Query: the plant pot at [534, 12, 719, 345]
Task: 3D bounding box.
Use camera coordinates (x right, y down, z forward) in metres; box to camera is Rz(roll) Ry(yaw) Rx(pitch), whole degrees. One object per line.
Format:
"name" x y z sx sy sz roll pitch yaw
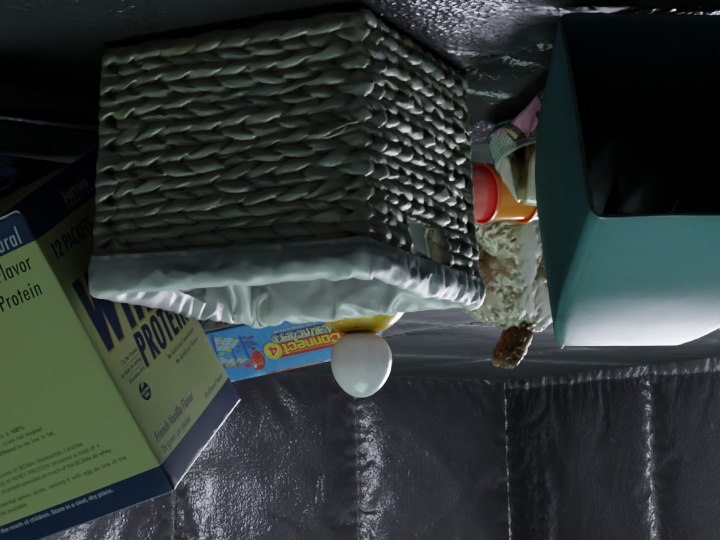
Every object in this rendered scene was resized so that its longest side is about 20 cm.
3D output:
"plant pot" 0.178 -0.040 0.928 0.140 0.142 0.200 0 150 -7

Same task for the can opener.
"can opener" -0.170 -0.092 1.046 0.199 0.053 0.066 5 170 -37

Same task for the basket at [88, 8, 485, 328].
"basket" -0.044 -0.054 0.952 0.198 0.162 0.198 -6 170 24

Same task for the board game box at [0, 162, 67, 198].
"board game box" -0.218 -0.062 1.178 0.198 0.033 0.120 -2 -159 -1

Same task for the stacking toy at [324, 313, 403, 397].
"stacking toy" 0.000 0.000 1.188 0.145 0.202 0.146 -1 172 0

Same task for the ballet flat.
"ballet flat" 0.134 -0.086 1.070 0.068 0.072 0.200 -1 172 -10

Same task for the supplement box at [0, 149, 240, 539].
"supplement box" -0.225 0.061 0.997 0.199 0.201 0.134 -22 -167 22

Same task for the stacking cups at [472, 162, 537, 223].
"stacking cups" 0.146 -0.059 1.187 0.199 0.061 0.060 -7 176 -29

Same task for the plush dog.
"plush dog" 0.113 -0.009 1.431 0.171 0.162 0.199 27 -169 41

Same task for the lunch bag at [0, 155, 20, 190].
"lunch bag" -0.342 -0.073 1.081 0.149 0.095 0.200 -4 -178 3

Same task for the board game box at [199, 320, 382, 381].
"board game box" -0.067 0.028 1.442 0.194 0.056 0.200 -13 -158 17
